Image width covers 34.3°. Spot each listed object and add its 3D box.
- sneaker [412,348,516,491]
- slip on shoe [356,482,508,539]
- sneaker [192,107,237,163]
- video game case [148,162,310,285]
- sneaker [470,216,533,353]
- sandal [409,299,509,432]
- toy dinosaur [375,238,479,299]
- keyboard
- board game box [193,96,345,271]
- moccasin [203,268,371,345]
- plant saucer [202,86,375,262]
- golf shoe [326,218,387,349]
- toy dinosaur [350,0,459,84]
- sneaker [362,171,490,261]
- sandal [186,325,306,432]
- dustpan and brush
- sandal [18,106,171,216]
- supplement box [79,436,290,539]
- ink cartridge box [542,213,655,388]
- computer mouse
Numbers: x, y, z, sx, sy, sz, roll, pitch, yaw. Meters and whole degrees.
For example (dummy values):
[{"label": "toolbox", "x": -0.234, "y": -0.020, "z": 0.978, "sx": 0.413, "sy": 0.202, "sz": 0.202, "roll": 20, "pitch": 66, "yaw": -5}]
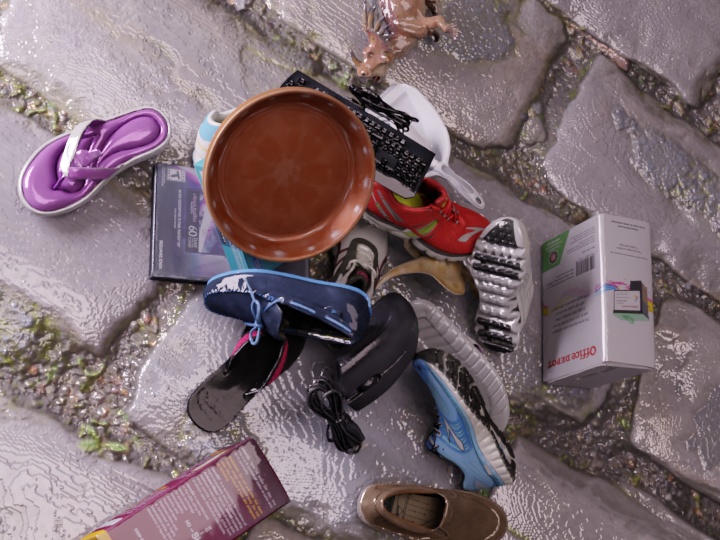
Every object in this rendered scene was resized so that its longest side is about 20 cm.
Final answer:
[{"label": "sneaker", "x": 0.112, "y": 0.191, "z": 1.429, "sx": 0.200, "sy": 0.090, "sz": 0.078, "roll": 61, "pitch": 17, "yaw": -9}, {"label": "slip on shoe", "x": 0.096, "y": 0.295, "z": 1.411, "sx": 0.199, "sy": 0.061, "sz": 0.076, "roll": 18, "pitch": 70, "yaw": -19}, {"label": "sneaker", "x": -0.104, "y": -0.164, "z": 1.436, "sx": 0.199, "sy": 0.081, "sz": 0.077, "roll": -11, "pitch": 55, "yaw": -28}, {"label": "video game case", "x": -0.157, "y": -0.050, "z": 1.424, "sx": 0.199, "sy": 0.019, "sz": 0.143, "roll": 6, "pitch": 73, "yaw": -22}, {"label": "sneaker", "x": 0.187, "y": 0.008, "z": 1.487, "sx": 0.075, "sy": 0.200, "sz": 0.081, "roll": 21, "pitch": 44, "yaw": 25}, {"label": "sandal", "x": 0.126, "y": 0.119, "z": 1.481, "sx": 0.203, "sy": 0.082, "sz": 0.050, "roll": 58, "pitch": 19, "yaw": -1}, {"label": "toy dinosaur", "x": 0.095, "y": -0.012, "z": 1.481, "sx": 0.200, "sy": 0.058, "sz": 0.101, "roll": 10, "pitch": 48, "yaw": -42}, {"label": "keyboard", "x": -0.001, "y": -0.174, "z": 1.363, "sx": 0.200, "sy": 0.040, "sz": 0.104, "roll": 30, "pitch": 62, "yaw": -9}, {"label": "board game box", "x": -0.087, "y": -0.101, "z": 1.396, "sx": 0.200, "sy": 0.047, "sz": 0.151, "roll": -33, "pitch": 122, "yaw": -30}, {"label": "moccasin", "x": -0.089, "y": 0.044, "z": 1.336, "sx": 0.199, "sy": 0.081, "sz": 0.068, "roll": 3, "pitch": 53, "yaw": 14}, {"label": "plant saucer", "x": -0.081, "y": -0.108, "z": 1.313, "sx": 0.200, "sy": 0.032, "sz": 0.201, "roll": -8, "pitch": 112, "yaw": -19}, {"label": "golf shoe", "x": 0.000, "y": 0.000, "z": 1.442, "sx": 0.077, "sy": 0.088, "sz": 0.201, "roll": 23, "pitch": 65, "yaw": -15}, {"label": "toy dinosaur", "x": 0.051, "y": -0.357, "z": 1.577, "sx": 0.135, "sy": 0.086, "sz": 0.201, "roll": 3, "pitch": 68, "yaw": -16}, {"label": "sneaker", "x": 0.088, "y": -0.071, "z": 1.429, "sx": 0.199, "sy": 0.085, "sz": 0.077, "roll": 17, "pitch": 58, "yaw": -28}, {"label": "sandal", "x": -0.124, "y": 0.109, "z": 1.375, "sx": 0.075, "sy": 0.045, "sz": 0.200, "roll": 42, "pitch": 63, "yaw": -6}, {"label": "dustpan and brush", "x": 0.085, "y": -0.149, "z": 1.538, "sx": 0.200, "sy": 0.057, "sz": 0.140, "roll": 48, "pitch": 62, "yaw": -5}, {"label": "sandal", "x": -0.309, "y": -0.139, "z": 1.352, "sx": 0.202, "sy": 0.050, "sz": 0.083, "roll": -38, "pitch": 89, "yaw": -26}, {"label": "supplement box", "x": -0.191, "y": 0.271, "z": 1.260, "sx": 0.200, "sy": 0.110, "sz": 0.086, "roll": -31, "pitch": 89, "yaw": -28}, {"label": "ink cartridge box", "x": 0.311, "y": 0.045, "z": 1.536, "sx": 0.084, "sy": 0.145, "sz": 0.201, "roll": 9, "pitch": 71, "yaw": -22}, {"label": "computer mouse", "x": 0.020, "y": 0.115, "z": 1.396, "sx": 0.200, "sy": 0.053, "sz": 0.139, "roll": -57, "pitch": 142, "yaw": -27}]
